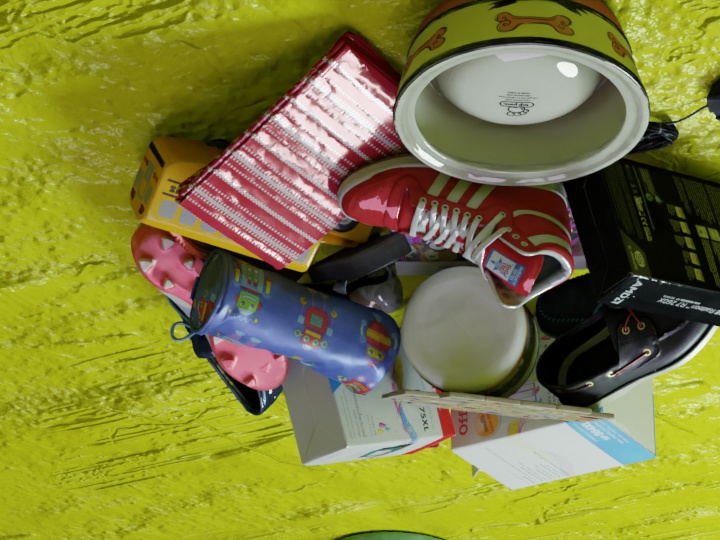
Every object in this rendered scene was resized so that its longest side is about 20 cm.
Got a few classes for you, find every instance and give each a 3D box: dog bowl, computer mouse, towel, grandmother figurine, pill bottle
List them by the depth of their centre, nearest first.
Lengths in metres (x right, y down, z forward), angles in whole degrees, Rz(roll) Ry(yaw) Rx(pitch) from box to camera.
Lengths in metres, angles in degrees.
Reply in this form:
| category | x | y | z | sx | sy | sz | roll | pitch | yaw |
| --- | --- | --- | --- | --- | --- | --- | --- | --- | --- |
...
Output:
| category | x | y | z | sx | sy | sz | roll | pitch | yaw |
| --- | --- | --- | --- | --- | --- | --- | --- | --- | --- |
| dog bowl | 0.124 | -0.147 | 1.425 | 0.198 | 0.074 | 0.201 | 1 | 152 | 1 |
| computer mouse | 0.280 | -0.123 | 1.498 | 0.199 | 0.034 | 0.058 | -20 | 145 | 36 |
| towel | -0.038 | -0.094 | 1.498 | 0.200 | 0.023 | 0.144 | -41 | 136 | 15 |
| pill bottle | 0.108 | 0.066 | 1.730 | 0.115 | 0.118 | 0.200 | -3 | 171 | 10 |
| grandmother figurine | -0.028 | 0.044 | 1.803 | 0.121 | 0.061 | 0.199 | 12 | 154 | -36 |

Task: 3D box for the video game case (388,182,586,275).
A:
| category | x | y | z | sx | sy | sz | roll | pitch | yaw |
| --- | --- | --- | --- | --- | --- | --- | --- | --- | --- |
| video game case | 0.112 | -0.059 | 1.626 | 0.179 | 0.036 | 0.200 | -2 | 151 | 5 |

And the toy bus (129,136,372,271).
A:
| category | x | y | z | sx | sy | sz | roll | pitch | yaw |
| --- | --- | --- | --- | --- | --- | --- | --- | --- | --- |
| toy bus | -0.091 | -0.056 | 1.578 | 0.199 | 0.065 | 0.079 | 17 | 106 | -26 |

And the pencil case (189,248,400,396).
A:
| category | x | y | z | sx | sy | sz | roll | pitch | yaw |
| --- | --- | --- | --- | --- | --- | --- | --- | --- | --- |
| pencil case | -0.061 | 0.047 | 1.644 | 0.199 | 0.079 | 0.087 | 22 | 170 | -28 |

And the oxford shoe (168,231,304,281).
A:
| category | x | y | z | sx | sy | sz | roll | pitch | yaw |
| --- | --- | --- | --- | --- | --- | --- | --- | --- | --- |
| oxford shoe | -0.119 | -0.046 | 1.654 | 0.072 | 0.071 | 0.200 | -40 | 136 | 15 |

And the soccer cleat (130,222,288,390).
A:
| category | x | y | z | sx | sy | sz | roll | pitch | yaw |
| --- | --- | --- | --- | --- | --- | --- | --- | --- | --- |
| soccer cleat | -0.137 | 0.028 | 1.701 | 0.067 | 0.077 | 0.200 | -41 | 112 | 7 |

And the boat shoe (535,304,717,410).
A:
| category | x | y | z | sx | sy | sz | roll | pitch | yaw |
| --- | --- | --- | --- | --- | --- | --- | --- | --- | --- |
| boat shoe | 0.246 | 0.058 | 1.655 | 0.063 | 0.074 | 0.201 | 29 | 128 | -37 |

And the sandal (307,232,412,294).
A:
| category | x | y | z | sx | sy | sz | roll | pitch | yaw |
| --- | --- | --- | --- | --- | --- | --- | --- | --- | --- |
| sandal | -0.001 | 0.000 | 1.641 | 0.076 | 0.043 | 0.200 | -27 | -176 | -8 |

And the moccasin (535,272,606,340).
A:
| category | x | y | z | sx | sy | sz | roll | pitch | yaw |
| --- | --- | --- | --- | --- | --- | --- | --- | --- | --- |
| moccasin | 0.258 | 0.009 | 1.716 | 0.198 | 0.081 | 0.068 | -15 | 145 | 2 |

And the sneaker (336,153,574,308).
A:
| category | x | y | z | sx | sy | sz | roll | pitch | yaw |
| --- | --- | --- | --- | --- | --- | --- | --- | --- | --- |
| sneaker | 0.082 | -0.031 | 1.506 | 0.198 | 0.113 | 0.072 | 2 | 137 | -12 |

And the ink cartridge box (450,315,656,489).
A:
| category | x | y | z | sx | sy | sz | roll | pitch | yaw |
| --- | --- | --- | --- | --- | --- | --- | --- | --- | --- |
| ink cartridge box | 0.184 | 0.133 | 1.873 | 0.199 | 0.130 | 0.125 | -18 | 146 | 30 |

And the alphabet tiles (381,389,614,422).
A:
| category | x | y | z | sx | sy | sz | roll | pitch | yaw |
| --- | --- | --- | --- | --- | --- | --- | --- | --- | --- |
| alphabet tiles | 0.125 | 0.126 | 1.694 | 0.198 | 0.006 | 0.166 | 7 | 172 | -11 |

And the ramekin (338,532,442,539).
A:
| category | x | y | z | sx | sy | sz | roll | pitch | yaw |
| --- | --- | --- | --- | --- | --- | --- | --- | --- | --- |
| ramekin | 0.045 | 0.431 | 2.459 | 0.198 | 0.098 | 0.200 | 2 | 152 | 1 |

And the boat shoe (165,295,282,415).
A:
| category | x | y | z | sx | sy | sz | roll | pitch | yaw |
| --- | --- | --- | --- | --- | --- | --- | --- | --- | --- |
| boat shoe | -0.129 | 0.059 | 1.774 | 0.084 | 0.069 | 0.200 | -16 | 126 | 38 |

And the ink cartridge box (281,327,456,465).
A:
| category | x | y | z | sx | sy | sz | roll | pitch | yaw |
| --- | --- | --- | --- | --- | --- | --- | --- | --- | --- |
| ink cartridge box | 0.019 | 0.119 | 1.790 | 0.067 | 0.117 | 0.199 | -26 | 163 | 40 |

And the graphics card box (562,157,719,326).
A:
| category | x | y | z | sx | sy | sz | roll | pitch | yaw |
| --- | --- | --- | --- | --- | --- | --- | --- | --- | --- |
| graphics card box | 0.271 | -0.021 | 1.555 | 0.199 | 0.126 | 0.051 | 11 | 143 | -36 |
